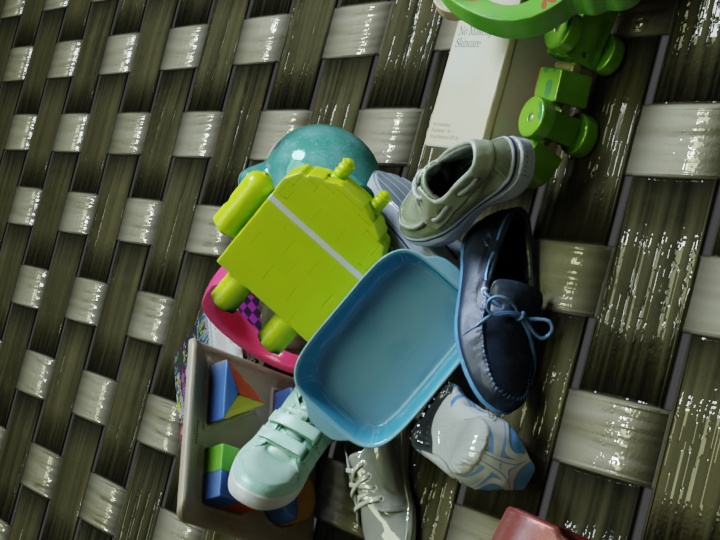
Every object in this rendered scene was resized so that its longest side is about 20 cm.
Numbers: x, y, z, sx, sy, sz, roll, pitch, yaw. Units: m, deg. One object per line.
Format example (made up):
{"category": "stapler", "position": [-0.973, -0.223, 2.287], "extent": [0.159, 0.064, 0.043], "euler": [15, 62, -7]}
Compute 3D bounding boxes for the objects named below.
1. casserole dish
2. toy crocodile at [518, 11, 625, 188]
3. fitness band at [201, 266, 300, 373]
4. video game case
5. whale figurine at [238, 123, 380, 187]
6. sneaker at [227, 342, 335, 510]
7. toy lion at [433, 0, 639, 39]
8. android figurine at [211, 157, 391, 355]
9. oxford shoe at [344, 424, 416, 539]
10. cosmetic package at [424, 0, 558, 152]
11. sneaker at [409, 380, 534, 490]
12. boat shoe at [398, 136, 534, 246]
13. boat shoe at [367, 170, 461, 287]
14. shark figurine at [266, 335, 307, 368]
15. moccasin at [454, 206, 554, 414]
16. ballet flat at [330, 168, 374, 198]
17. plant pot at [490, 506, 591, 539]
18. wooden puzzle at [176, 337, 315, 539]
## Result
{"category": "casserole dish", "position": [0.027, 0.071, 1.595], "extent": [0.200, 0.121, 0.039], "euler": [-50, -5, 10]}
{"category": "toy crocodile", "position": [0.182, -0.169, 1.529], "extent": [0.062, 0.067, 0.202], "euler": [25, 98, 60]}
{"category": "fitness band", "position": [-0.095, 0.051, 1.772], "extent": [0.038, 0.143, 0.200], "euler": [-60, 3, -20]}
{"category": "video game case", "position": [-0.157, 0.136, 1.930], "extent": [0.182, 0.036, 0.201], "euler": [-51, 38, 43]}
{"category": "whale figurine", "position": [-0.057, -0.057, 1.789], "extent": [0.201, 0.158, 0.104], "euler": [-58, 13, -8]}
{"category": "sneaker", "position": [-0.061, 0.139, 1.653], "extent": [0.200, 0.073, 0.119], "euler": [-46, -23, -52]}
{"category": "toy lion", "position": [0.179, -0.279, 1.499], "extent": [0.191, 0.069, 0.200], "euler": [35, 77, 34]}
{"category": "android figurine", "position": [-0.052, -0.018, 1.633], "extent": [0.200, 0.182, 0.041], "euler": [-50, 0, 23]}
{"category": "oxford shoe", "position": [0.014, 0.210, 1.639], "extent": [0.075, 0.057, 0.202], "euler": [-34, 49, 46]}
{"category": "cosmetic package", "position": [0.138, -0.202, 1.616], "extent": [0.103, 0.073, 0.202], "euler": [11, 87, 60]}
{"category": "sneaker", "position": [0.097, 0.152, 1.524], "extent": [0.072, 0.072, 0.200], "euler": [-55, 16, 1]}
{"category": "boat shoe", "position": [0.080, -0.077, 1.533], "extent": [0.200, 0.062, 0.073], "euler": [-35, 49, 56]}
{"category": "boat shoe", "position": [0.049, -0.029, 1.686], "extent": [0.062, 0.071, 0.200], "euler": [-65, 31, 24]}
{"category": "shark figurine", "position": [-0.069, -0.002, 1.860], "extent": [0.128, 0.089, 0.217], "euler": [0, 78, 58]}
{"category": "moccasin", "position": [0.124, 0.027, 1.520], "extent": [0.068, 0.080, 0.202], "euler": [-36, 47, 40]}
{"category": "ballet flat", "position": [0.000, 0.000, 1.679], "extent": [0.070, 0.067, 0.202], "euler": [23, 130, 60]}
{"category": "plant pot", "position": [0.140, 0.292, 1.264], "extent": [0.200, 0.200, 0.197], "euler": [15, 81, 61]}
{"category": "wooden puzzle", "position": [-0.101, 0.178, 1.722], "extent": [0.046, 0.199, 0.187], "euler": [-18, 59, 36]}
